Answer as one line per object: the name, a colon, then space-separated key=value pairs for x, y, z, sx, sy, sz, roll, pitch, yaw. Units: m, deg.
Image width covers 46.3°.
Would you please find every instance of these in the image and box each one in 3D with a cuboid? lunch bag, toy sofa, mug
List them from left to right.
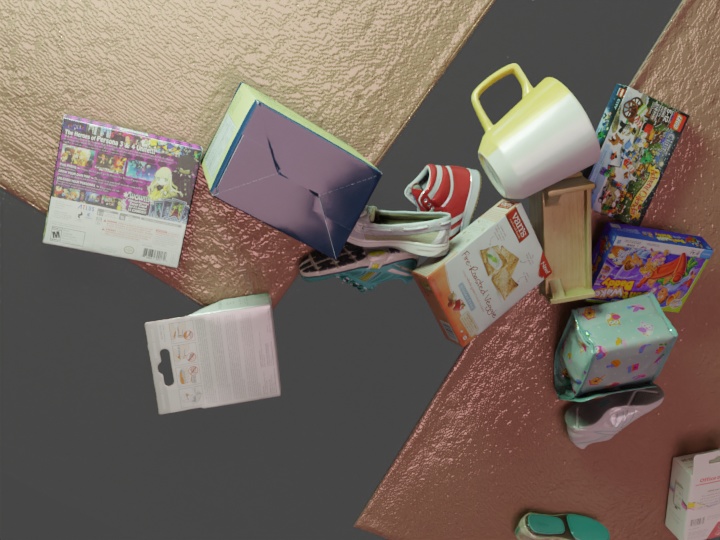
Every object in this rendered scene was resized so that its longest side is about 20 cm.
mug: x=0.257 y=-0.202 z=1.307 sx=0.152 sy=0.188 sz=0.150 roll=-33 pitch=142 yaw=1
toy sofa: x=0.331 y=-0.056 z=1.383 sx=0.081 sy=0.098 sz=0.205 roll=-9 pitch=110 yaw=-6
lunch bag: x=0.436 y=0.154 z=1.469 sx=0.166 sy=0.123 sz=0.203 roll=-9 pitch=137 yaw=-12

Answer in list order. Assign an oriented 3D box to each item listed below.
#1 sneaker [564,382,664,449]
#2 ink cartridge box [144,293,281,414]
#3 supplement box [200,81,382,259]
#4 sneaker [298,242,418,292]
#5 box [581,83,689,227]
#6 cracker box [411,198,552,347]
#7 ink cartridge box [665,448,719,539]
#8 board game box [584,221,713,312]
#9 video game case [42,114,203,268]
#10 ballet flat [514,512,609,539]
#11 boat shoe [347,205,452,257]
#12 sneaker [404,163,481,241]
sneaker: x=0.470 y=0.265 z=1.562 sx=0.196 sy=0.071 sz=0.081 roll=-20 pitch=128 yaw=-5
ink cartridge box: x=-0.229 y=0.132 z=1.326 sx=0.195 sy=0.050 sz=0.165 roll=-7 pitch=111 yaw=-9
supplement box: x=-0.103 y=-0.144 z=1.177 sx=0.197 sy=0.200 sz=0.136 roll=27 pitch=100 yaw=-22
sneaker: x=0.000 y=0.000 z=1.329 sx=0.195 sy=0.078 sz=0.081 roll=-6 pitch=119 yaw=-14
box: x=0.447 y=-0.189 z=1.405 sx=0.134 sy=0.038 sz=0.204 roll=16 pitch=104 yaw=-20
cracker box: x=0.192 y=0.002 z=1.314 sx=0.199 sy=0.057 sz=0.135 roll=-38 pitch=113 yaw=-15
ink cartridge box: x=0.681 y=0.430 z=1.671 sx=0.114 sy=0.068 sz=0.205 roll=-6 pitch=112 yaw=-14
board game box: x=0.492 y=-0.003 z=1.460 sx=0.195 sy=0.045 sz=0.137 roll=6 pitch=124 yaw=-17
video game case: x=-0.341 y=-0.110 z=1.211 sx=0.195 sy=0.036 sz=0.185 roll=10 pitch=106 yaw=-19
ballet flat: x=0.387 y=0.507 z=1.628 sx=0.196 sy=0.068 sz=0.063 roll=15 pitch=133 yaw=-16
boat shoe: x=0.041 y=-0.073 z=1.282 sx=0.197 sy=0.075 sz=0.066 roll=13 pitch=118 yaw=13
sneaker: x=0.116 y=-0.069 z=1.336 sx=0.110 sy=0.071 sz=0.205 roll=9 pitch=99 yaw=-22
